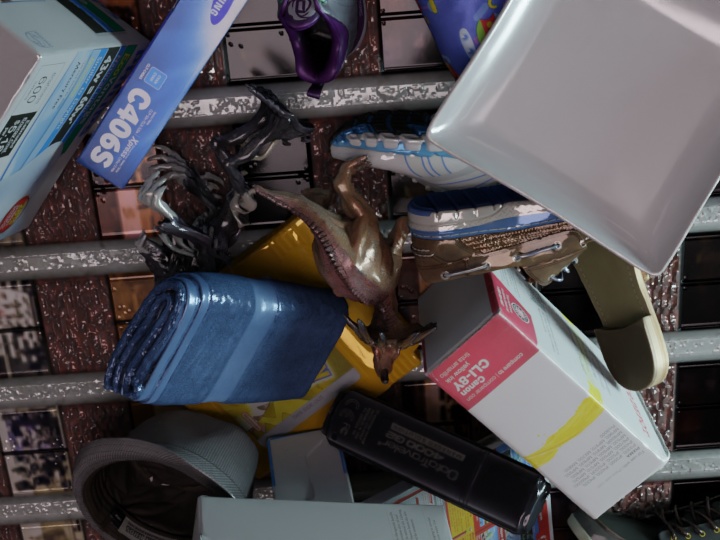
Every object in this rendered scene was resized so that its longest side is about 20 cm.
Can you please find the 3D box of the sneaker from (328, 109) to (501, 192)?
[{"bbox_3d":[0.073,-0.079,0.896,0.200,0.075,0.087,3,118,-2],"label":"sneaker"}]

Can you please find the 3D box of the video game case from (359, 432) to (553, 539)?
[{"bbox_3d":[0.091,0.229,0.993,0.200,0.017,0.143,-22,116,-29],"label":"video game case"}]

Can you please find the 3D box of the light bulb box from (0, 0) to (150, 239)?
[{"bbox_3d":[-0.280,-0.119,0.793,0.125,0.200,0.198,38,108,-1],"label":"light bulb box"}]

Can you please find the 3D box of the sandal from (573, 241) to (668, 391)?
[{"bbox_3d":[0.226,-0.010,0.933,0.070,0.078,0.212,-15,92,-37],"label":"sandal"}]

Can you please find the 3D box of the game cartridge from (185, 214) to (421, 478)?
[{"bbox_3d":[-0.070,0.068,0.975,0.200,0.032,0.176,-37,108,15],"label":"game cartridge"}]

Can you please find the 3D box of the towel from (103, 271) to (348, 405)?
[{"bbox_3d":[-0.099,0.052,0.869,0.200,0.049,0.112,9,119,-53],"label":"towel"}]

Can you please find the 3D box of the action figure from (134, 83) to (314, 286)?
[{"bbox_3d":[-0.128,-0.058,0.882,0.102,0.119,0.200,32,99,-23],"label":"action figure"}]

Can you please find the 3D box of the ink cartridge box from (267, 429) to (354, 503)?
[{"bbox_3d":[-0.032,0.255,0.996,0.068,0.116,0.200,-10,124,-4],"label":"ink cartridge box"}]

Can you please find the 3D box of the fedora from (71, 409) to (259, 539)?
[{"bbox_3d":[-0.154,0.184,0.971,0.200,0.090,0.177,-26,115,40],"label":"fedora"}]

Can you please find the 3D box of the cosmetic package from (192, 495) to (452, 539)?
[{"bbox_3d":[-0.029,0.240,0.853,0.200,0.108,0.085,5,123,-11],"label":"cosmetic package"}]

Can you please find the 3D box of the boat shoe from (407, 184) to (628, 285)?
[{"bbox_3d":[0.136,-0.030,0.861,0.200,0.072,0.072,-5,113,-2],"label":"boat shoe"}]

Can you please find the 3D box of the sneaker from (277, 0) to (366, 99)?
[{"bbox_3d":[-0.032,-0.224,0.794,0.074,0.088,0.200,-1,132,13],"label":"sneaker"}]

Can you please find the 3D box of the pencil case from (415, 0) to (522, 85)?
[{"bbox_3d":[0.078,-0.223,0.831,0.087,0.078,0.200,-21,112,18],"label":"pencil case"}]

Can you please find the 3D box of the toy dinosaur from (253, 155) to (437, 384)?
[{"bbox_3d":[0.000,0.000,0.865,0.086,0.136,0.200,-13,149,31],"label":"toy dinosaur"}]

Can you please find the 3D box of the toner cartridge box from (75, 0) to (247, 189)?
[{"bbox_3d":[-0.139,-0.163,0.844,0.043,0.095,0.200,33,109,-14],"label":"toner cartridge box"}]

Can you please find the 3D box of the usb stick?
[{"bbox_3d":[0.060,0.157,0.928,0.200,0.033,0.055,22,77,24],"label":"usb stick"}]

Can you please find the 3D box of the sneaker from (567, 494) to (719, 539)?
[{"bbox_3d":[0.293,0.238,1.035,0.200,0.075,0.106,25,106,-20],"label":"sneaker"}]

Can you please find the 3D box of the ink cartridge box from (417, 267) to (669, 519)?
[{"bbox_3d":[0.147,0.089,0.924,0.200,0.145,0.083,41,108,-16],"label":"ink cartridge box"}]

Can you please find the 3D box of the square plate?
[{"bbox_3d":[0.180,-0.130,0.799,0.198,0.028,0.200,32,94,3],"label":"square plate"}]
